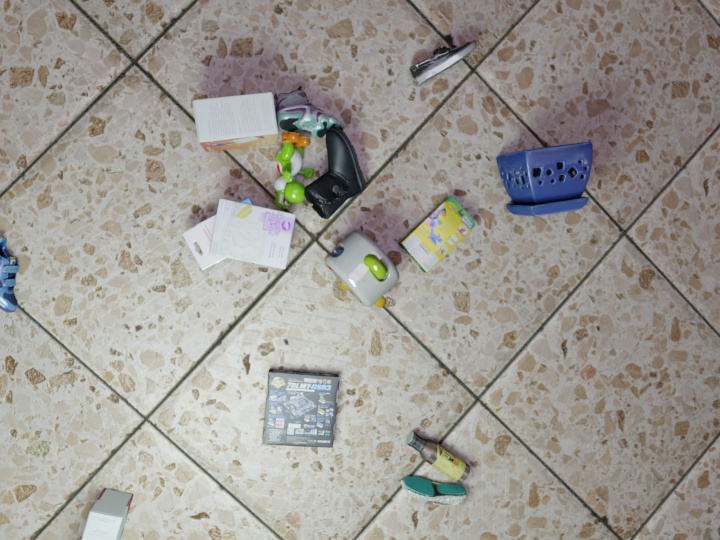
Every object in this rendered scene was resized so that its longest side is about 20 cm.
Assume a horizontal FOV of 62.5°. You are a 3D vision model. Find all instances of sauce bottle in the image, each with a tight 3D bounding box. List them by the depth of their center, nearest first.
[{"bbox_3d":[0.218,0.528,1.685,0.199,0.065,0.065,35,87,-9],"label":"sauce bottle"}]

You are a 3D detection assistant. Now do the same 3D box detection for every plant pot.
[{"bbox_3d":[0.510,-0.248,1.643,0.198,0.200,0.182,-8,98,-9],"label":"plant pot"}]

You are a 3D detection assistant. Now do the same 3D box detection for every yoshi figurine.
[{"bbox_3d":[-0.174,-0.262,1.586,0.111,0.112,0.202,9,94,-15],"label":"yoshi figurine"}]

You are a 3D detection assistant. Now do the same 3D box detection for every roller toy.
[{"bbox_3d":[0.000,0.000,1.581,0.140,0.200,0.182,-43,62,-5],"label":"roller toy"}]

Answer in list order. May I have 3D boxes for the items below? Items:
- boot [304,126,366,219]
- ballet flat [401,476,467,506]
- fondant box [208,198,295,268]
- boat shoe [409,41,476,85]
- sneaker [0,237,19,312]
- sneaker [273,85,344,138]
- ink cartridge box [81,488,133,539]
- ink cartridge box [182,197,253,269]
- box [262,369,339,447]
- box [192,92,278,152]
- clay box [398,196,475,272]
[{"bbox_3d":[-0.083,-0.256,1.572,0.168,0.076,0.201,-39,117,-30],"label":"boot"},{"bbox_3d":[0.206,0.639,1.688,0.198,0.072,0.073,12,90,-8],"label":"ballet flat"},{"bbox_3d":[-0.278,-0.095,1.531,0.198,0.058,0.146,11,91,-12],"label":"fondant box"},{"bbox_3d":[0.230,-0.593,1.651,0.199,0.071,0.064,-32,97,-5],"label":"boat shoe"},{"bbox_3d":[-0.907,0.008,1.502,0.082,0.074,0.202,-21,95,-9],"label":"sneaker"},{"bbox_3d":[-0.140,-0.439,1.602,0.199,0.078,0.141,5,59,-35],"label":"sneaker"},{"bbox_3d":[-0.662,0.690,1.520,0.082,0.146,0.202,16,90,-11],"label":"ink cartridge box"},{"bbox_3d":[-0.357,-0.097,1.581,0.199,0.068,0.116,-29,96,-7],"label":"ink cartridge box"},{"bbox_3d":[-0.164,0.380,1.633,0.198,0.050,0.201,5,90,-8],"label":"box"},{"bbox_3d":[-0.318,-0.381,1.536,0.198,0.152,0.108,-9,94,-7],"label":"box"},{"bbox_3d":[0.218,-0.103,1.675,0.200,0.048,0.115,-43,97,-6],"label":"clay box"}]
